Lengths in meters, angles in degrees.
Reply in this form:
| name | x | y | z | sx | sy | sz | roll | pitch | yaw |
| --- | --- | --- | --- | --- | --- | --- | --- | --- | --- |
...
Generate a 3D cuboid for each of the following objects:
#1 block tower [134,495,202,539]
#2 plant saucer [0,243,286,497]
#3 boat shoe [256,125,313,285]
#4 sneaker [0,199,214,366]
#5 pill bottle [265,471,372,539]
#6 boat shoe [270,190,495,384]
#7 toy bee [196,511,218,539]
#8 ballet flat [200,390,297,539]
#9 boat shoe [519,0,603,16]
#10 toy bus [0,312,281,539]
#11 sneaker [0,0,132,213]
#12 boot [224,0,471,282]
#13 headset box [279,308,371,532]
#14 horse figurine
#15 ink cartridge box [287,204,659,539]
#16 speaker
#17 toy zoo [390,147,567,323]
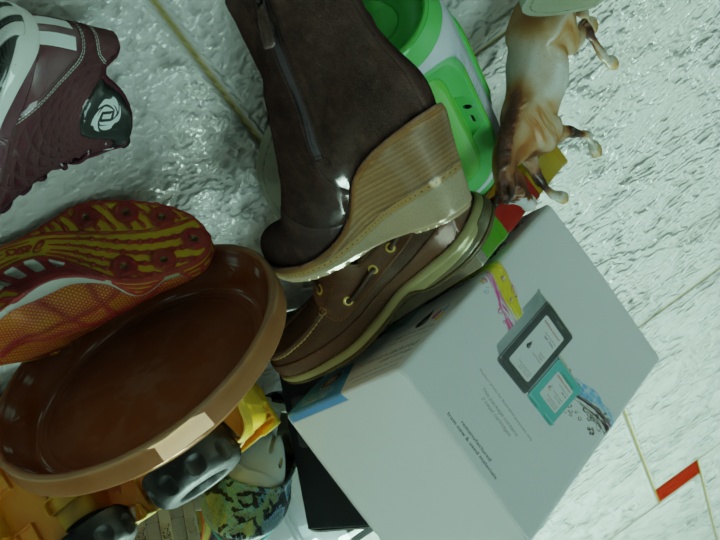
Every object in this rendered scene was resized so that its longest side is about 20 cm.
| name | x | y | z | sx | sy | sz | roll | pitch | yaw |
| --- | --- | --- | --- | --- | --- | --- | --- | --- | --- |
| block tower | -0.216 | 0.212 | 1.038 | 0.197 | 0.059 | 0.054 | -11 | 180 | -13 |
| plant saucer | -0.132 | 0.061 | 0.813 | 0.199 | 0.200 | 0.033 | -33 | 120 | -4 |
| boat shoe | -0.023 | -0.060 | 0.930 | 0.201 | 0.072 | 0.063 | 76 | 28 | -54 |
| sneaker | -0.187 | 0.012 | 0.834 | 0.198 | 0.074 | 0.077 | -18 | 149 | -9 |
| pill bottle | -0.007 | 0.181 | 1.227 | 0.199 | 0.116 | 0.116 | -32 | 152 | -6 |
| boat shoe | 0.000 | 0.000 | 0.899 | 0.067 | 0.072 | 0.200 | 38 | 120 | -19 |
| toy bee | -0.158 | 0.218 | 1.124 | 0.130 | 0.109 | 0.201 | -12 | 145 | -37 |
| ballet flat | -0.081 | 0.147 | 1.060 | 0.074 | 0.074 | 0.200 | -42 | -172 | 13 |
| boat shoe | 0.184 | -0.218 | 0.881 | 0.197 | 0.067 | 0.075 | -15 | 168 | -17 |
| toy bus | -0.160 | 0.120 | 0.978 | 0.199 | 0.136 | 0.192 | -38 | 168 | 7 |
| sneaker | -0.183 | -0.052 | 0.731 | 0.115 | 0.076 | 0.201 | -6 | 140 | -47 |
| boot | -0.029 | -0.088 | 0.783 | 0.072 | 0.168 | 0.199 | -36 | -171 | -35 |
| headset box | 0.033 | 0.104 | 1.073 | 0.198 | 0.177 | 0.092 | -9 | 176 | -41 |
| horse figurine | 0.133 | -0.132 | 0.916 | 0.132 | 0.049 | 0.203 | 16 | 86 | -53 |
| ink cartridge box | 0.083 | 0.083 | 0.955 | 0.200 | 0.147 | 0.146 | -44 | -170 | -38 |
| speaker | 0.036 | -0.113 | 0.863 | 0.088 | 0.089 | 0.200 | -36 | 152 | 2 |
| toy zoo | 0.080 | -0.030 | 0.997 | 0.131 | 0.021 | 0.200 | -34 | -172 | 41 |
